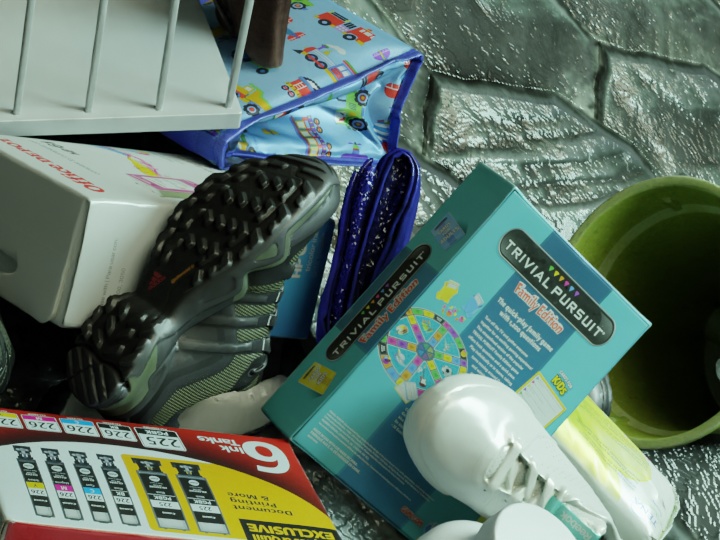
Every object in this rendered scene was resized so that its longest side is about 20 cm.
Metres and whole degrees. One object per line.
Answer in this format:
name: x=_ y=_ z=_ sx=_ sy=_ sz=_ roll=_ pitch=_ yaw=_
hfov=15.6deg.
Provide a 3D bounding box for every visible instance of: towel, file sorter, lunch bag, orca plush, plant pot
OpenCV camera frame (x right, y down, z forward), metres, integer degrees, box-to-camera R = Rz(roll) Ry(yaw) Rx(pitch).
towel: x=0.000 y=0.000 z=1.697 sx=0.049 sy=0.148 sz=0.200 roll=16 pitch=-4 yaw=2
file sorter: x=-0.179 y=-0.177 z=1.659 sx=0.199 sy=0.125 sz=0.139 roll=-3 pitch=42 yaw=-19
lunch bag: x=-0.084 y=-0.126 z=1.778 sx=0.150 sy=0.094 sz=0.200 roll=33 pitch=31 yaw=34
orca plush: x=-0.124 y=0.072 z=1.622 sx=0.200 sy=0.105 sz=0.071 roll=-22 pitch=36 yaw=-33
plant pot: x=0.270 y=0.047 z=1.970 sx=0.184 sy=0.200 sz=0.201 roll=18 pitch=46 yaw=-51

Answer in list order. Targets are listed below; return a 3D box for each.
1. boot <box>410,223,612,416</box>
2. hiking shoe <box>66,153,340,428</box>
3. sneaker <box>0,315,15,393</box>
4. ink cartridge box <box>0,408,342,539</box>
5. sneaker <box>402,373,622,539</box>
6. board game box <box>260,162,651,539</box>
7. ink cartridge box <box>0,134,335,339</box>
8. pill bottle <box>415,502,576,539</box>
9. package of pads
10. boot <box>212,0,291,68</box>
boot: x=0.082 y=0.044 z=1.872 sx=0.131 sy=0.070 sz=0.200 roll=-10 pitch=55 yaw=-46
hiking shoe: x=-0.082 y=0.018 z=1.546 sx=0.076 sy=0.200 sz=0.101 roll=40 pitch=-8 yaw=41
sneaker: x=-0.279 y=0.017 z=1.517 sx=0.199 sy=0.076 sz=0.114 roll=32 pitch=-8 yaw=18
ink cartridge box: x=-0.117 y=0.159 z=1.447 sx=0.199 sy=0.084 sz=0.176 roll=8 pitch=23 yaw=-23
sneaker: x=0.108 y=0.135 z=1.574 sx=0.200 sy=0.075 sz=0.088 roll=43 pitch=-4 yaw=-36
board game box: x=0.060 y=0.058 z=1.598 sx=0.151 sy=0.200 sz=0.047 roll=43 pitch=-2 yaw=-35
ink cartridge box: x=-0.139 y=-0.021 z=1.623 sx=0.200 sy=0.085 sz=0.144 roll=3 pitch=16 yaw=-43
pill bottle: x=0.044 y=0.216 z=1.560 sx=0.104 sy=0.200 sz=0.104 roll=26 pitch=42 yaw=-27
package of pads: x=0.093 y=0.129 z=1.725 sx=0.200 sy=0.154 sz=0.068 roll=47 pitch=35 yaw=-4
boot: x=-0.048 y=-0.205 z=1.690 sx=0.072 sy=0.167 sz=0.200 roll=-11 pitch=33 yaw=-19
